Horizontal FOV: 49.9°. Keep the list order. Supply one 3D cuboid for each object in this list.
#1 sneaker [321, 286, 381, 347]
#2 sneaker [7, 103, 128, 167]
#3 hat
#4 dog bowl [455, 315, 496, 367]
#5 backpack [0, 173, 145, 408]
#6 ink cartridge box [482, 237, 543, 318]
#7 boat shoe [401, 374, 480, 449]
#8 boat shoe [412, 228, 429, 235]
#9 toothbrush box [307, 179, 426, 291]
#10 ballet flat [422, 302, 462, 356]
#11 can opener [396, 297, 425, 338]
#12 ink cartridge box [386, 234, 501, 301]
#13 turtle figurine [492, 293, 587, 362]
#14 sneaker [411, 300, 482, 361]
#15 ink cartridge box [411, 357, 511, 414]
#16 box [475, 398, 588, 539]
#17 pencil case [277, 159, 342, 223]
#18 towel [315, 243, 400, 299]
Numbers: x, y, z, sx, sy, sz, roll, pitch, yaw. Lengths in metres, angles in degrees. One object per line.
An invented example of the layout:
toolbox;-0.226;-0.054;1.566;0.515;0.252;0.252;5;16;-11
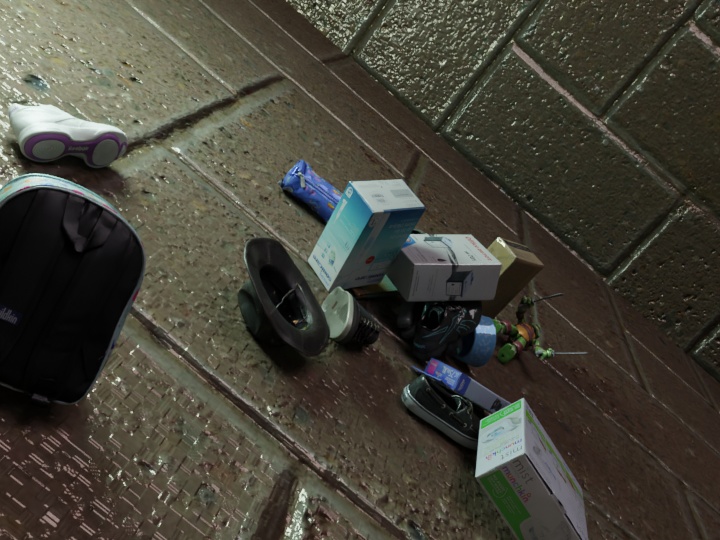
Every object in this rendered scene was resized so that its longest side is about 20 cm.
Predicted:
sneaker;-0.005;0.092;1.298;0.106;0.075;0.200;38;7;-12
sneaker;-0.436;-0.213;1.170;0.100;0.075;0.199;50;22;19
hat;-0.135;0.053;1.179;0.201;0.080;0.203;47;25;-30
dog bowl;0.216;0.113;1.646;0.049;0.113;0.202;10;35;-31
backpack;-0.317;0.010;0.782;0.175;0.203;0.150;27;5;-29
ink cartridge box;0.324;0.025;1.868;0.163;0.201;0.076;10;36;-54
boat shoe;0.161;0.245;1.335;0.198;0.057;0.069;32;22;-23
boat shoe;0.156;-0.033;1.773;0.056;0.069;0.201;32;14;-29
toothbrush box;0.010;-0.066;1.455;0.144;0.202;0.086;-8;51;-44
ballet flat;0.160;0.109;1.623;0.072;0.074;0.201;25;20;-35
can opener;0.097;0.063;1.588;0.054;0.066;0.201;63;28;-27
ink cartridge box;0.160;-0.007;1.548;0.195;0.088;0.147;-2;27;-21
turtle figurine;0.402;0.138;1.831;0.191;0.148;0.197;-11;9;-42
sneaker;0.174;0.095;1.511;0.074;0.081;0.199;21;44;36
ink cartridge box;0.198;0.220;1.435;0.198;0.043;0.119;30;-5;-23
box;0.279;0.344;1.250;0.202;0.096;0.177;56;20;-10
pencil case;-0.080;-0.155;1.674;0.199;0.079;0.087;38;-8;-8
towel;0.000;0.000;1.603;0.147;0.022;0.199;50;24;20
